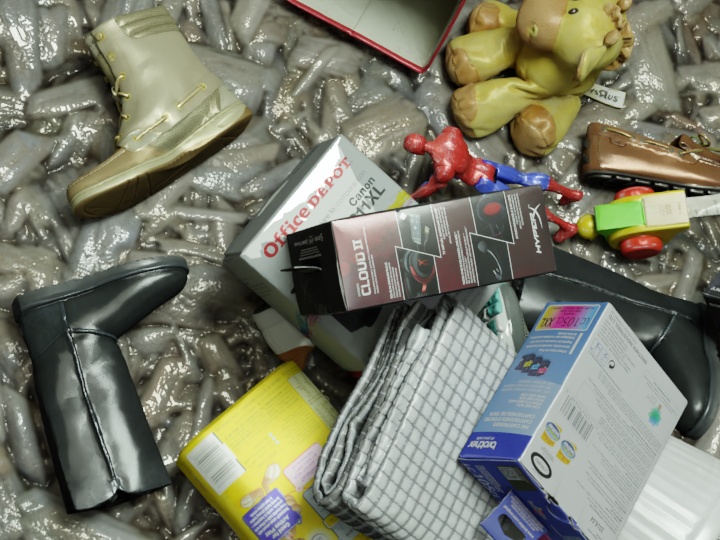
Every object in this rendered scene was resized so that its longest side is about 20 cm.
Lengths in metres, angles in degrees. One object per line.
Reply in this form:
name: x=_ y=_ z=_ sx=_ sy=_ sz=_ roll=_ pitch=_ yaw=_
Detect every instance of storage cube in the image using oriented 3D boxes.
storage cube: x=0.046 y=-0.339 z=1.474 sx=0.171 sy=0.200 sz=0.180 roll=28 pitch=61 yaw=-2

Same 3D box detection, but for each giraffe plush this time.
giraffe plush: x=0.197 y=-0.218 z=1.482 sx=0.199 sy=0.162 sz=0.173 roll=1 pitch=72 yaw=-12

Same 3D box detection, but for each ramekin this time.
ramekin: x=0.252 y=0.237 z=1.334 sx=0.094 sy=0.202 sz=0.202 roll=35 pitch=67 yaw=12

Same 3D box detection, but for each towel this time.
towel: x=0.061 y=0.140 z=1.251 sx=0.166 sy=0.085 sz=0.200 roll=40 pitch=64 yaw=-33

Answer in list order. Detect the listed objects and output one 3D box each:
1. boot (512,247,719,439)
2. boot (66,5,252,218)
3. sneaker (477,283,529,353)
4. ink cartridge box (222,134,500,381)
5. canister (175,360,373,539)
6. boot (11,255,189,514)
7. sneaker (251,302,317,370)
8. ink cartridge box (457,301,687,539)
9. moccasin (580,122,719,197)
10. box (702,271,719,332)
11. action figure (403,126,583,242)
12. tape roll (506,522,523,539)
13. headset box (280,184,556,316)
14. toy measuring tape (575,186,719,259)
boot: x=0.238 y=0.064 z=1.424 sx=0.200 sy=0.066 sz=0.165 roll=22 pitch=39 yaw=-9
boot: x=-0.222 y=-0.152 z=1.410 sx=0.200 sy=0.073 sz=0.156 roll=-35 pitch=83 yaw=-23
sneaker: x=0.162 y=0.106 z=1.382 sx=0.091 sy=0.078 sz=0.201 roll=-11 pitch=84 yaw=-21
ink cartridge box: x=0.000 y=0.000 z=1.334 sx=0.200 sy=0.083 sz=0.146 roll=41 pitch=78 yaw=-11
canister: x=-0.048 y=0.198 z=1.329 sx=0.148 sy=0.087 sz=0.200 roll=-39 pitch=83 yaw=-22
boot: x=-0.206 y=0.101 z=1.333 sx=0.164 sy=0.066 sz=0.200 roll=-17 pitch=73 yaw=-9
sneaker: x=-0.001 y=0.027 z=1.414 sx=0.200 sy=0.073 sz=0.085 roll=-31 pitch=98 yaw=-17
ink cartridge box: x=0.171 y=0.143 z=1.238 sx=0.136 sy=0.076 sz=0.200 roll=48 pitch=58 yaw=-26
moccasin: x=0.324 y=-0.110 z=1.531 sx=0.201 sy=0.074 sz=0.078 roll=10 pitch=78 yaw=0
box: x=0.409 y=0.043 z=1.452 sx=0.143 sy=0.036 sz=0.200 roll=-50 pitch=127 yaw=-22
action figure: x=0.111 y=-0.083 z=1.478 sx=0.200 sy=0.099 sz=0.065 roll=25 pitch=63 yaw=-28
tape roll: x=0.128 y=0.163 z=1.408 sx=0.202 sy=0.037 sz=0.203 roll=4 pitch=71 yaw=-11
headset box: x=0.036 y=-0.013 z=1.224 sx=0.199 sy=0.149 sz=0.075 roll=-11 pitch=90 yaw=-16
toy measuring tape: x=0.314 y=-0.051 z=1.491 sx=0.199 sy=0.074 sz=0.074 roll=-7 pitch=72 yaw=8
